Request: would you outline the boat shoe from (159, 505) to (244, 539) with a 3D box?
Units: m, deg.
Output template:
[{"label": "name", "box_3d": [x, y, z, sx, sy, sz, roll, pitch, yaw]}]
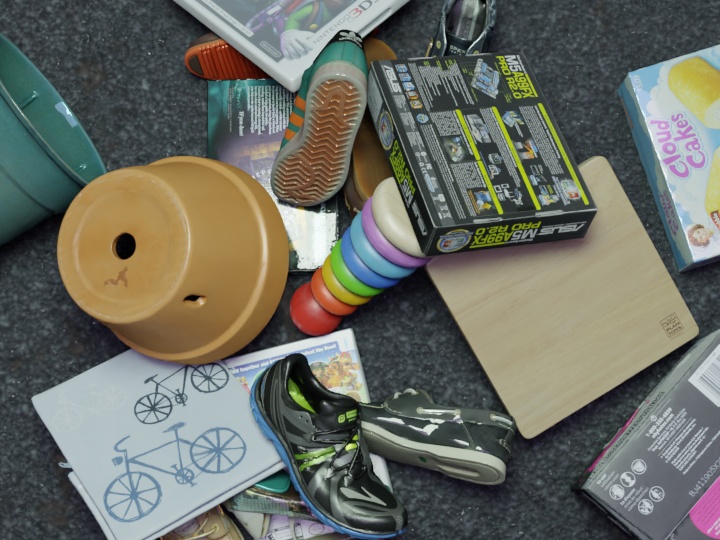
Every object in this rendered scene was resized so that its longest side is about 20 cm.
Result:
[{"label": "boat shoe", "box_3d": [-0.170, 0.238, 1.238, 0.074, 0.069, 0.200, -34, 82, -3]}]

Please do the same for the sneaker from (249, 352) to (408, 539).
[{"label": "sneaker", "box_3d": [-0.026, 0.159, 1.169, 0.200, 0.071, 0.083, 52, 126, 20]}]

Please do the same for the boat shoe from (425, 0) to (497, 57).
[{"label": "boat shoe", "box_3d": [0.089, -0.193, 1.283, 0.071, 0.091, 0.201, 12, 82, 3]}]

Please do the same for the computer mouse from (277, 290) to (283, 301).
[{"label": "computer mouse", "box_3d": [-0.150, -0.030, 1.263, 0.200, 0.034, 0.059, 36, 99, 27]}]

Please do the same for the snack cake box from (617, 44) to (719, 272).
[{"label": "snack cake box", "box_3d": [0.343, -0.112, 1.277, 0.115, 0.067, 0.200, -17, 81, -2]}]

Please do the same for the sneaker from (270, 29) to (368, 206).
[{"label": "sneaker", "box_3d": [-0.033, -0.141, 1.218, 0.071, 0.200, 0.080, 18, 51, -9]}]

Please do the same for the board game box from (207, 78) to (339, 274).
[{"label": "board game box", "box_3d": [-0.088, -0.095, 1.305, 0.135, 0.028, 0.201, -1, 81, 1]}]

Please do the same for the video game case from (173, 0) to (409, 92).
[{"label": "video game case", "box_3d": [-0.070, -0.286, 1.285, 0.182, 0.023, 0.200, -41, 64, -20]}]

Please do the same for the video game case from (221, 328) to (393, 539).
[{"label": "video game case", "box_3d": [-0.053, 0.171, 1.271, 0.143, 0.018, 0.200, -14, 82, 0]}]

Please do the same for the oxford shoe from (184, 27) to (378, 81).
[{"label": "oxford shoe", "box_3d": [-0.085, -0.248, 1.317, 0.200, 0.071, 0.073, -14, 61, -4]}]

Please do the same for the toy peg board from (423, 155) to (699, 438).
[{"label": "toy peg board", "box_3d": [0.187, 0.022, 1.261, 0.200, 0.098, 0.199, -31, 98, -2]}]

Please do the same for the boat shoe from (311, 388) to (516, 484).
[{"label": "boat shoe", "box_3d": [0.049, 0.147, 1.228, 0.200, 0.072, 0.068, 12, 65, 16]}]

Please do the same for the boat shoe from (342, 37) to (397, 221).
[{"label": "boat shoe", "box_3d": [0.005, -0.135, 1.285, 0.070, 0.070, 0.200, 6, 63, -12]}]

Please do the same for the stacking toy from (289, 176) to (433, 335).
[{"label": "stacking toy", "box_3d": [0.000, 0.000, 1.225, 0.085, 0.200, 0.086, 22, 45, -24]}]

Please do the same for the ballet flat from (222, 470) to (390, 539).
[{"label": "ballet flat", "box_3d": [-0.066, 0.225, 1.227, 0.199, 0.069, 0.071, 10, 102, 3]}]

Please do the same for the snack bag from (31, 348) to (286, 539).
[{"label": "snack bag", "box_3d": [-0.193, 0.150, 1.216, 0.188, 0.021, 0.200, -28, 58, -23]}]

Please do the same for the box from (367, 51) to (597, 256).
[{"label": "box", "box_3d": [0.106, -0.111, 1.178, 0.160, 0.044, 0.200, -7, 56, -19]}]

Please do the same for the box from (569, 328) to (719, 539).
[{"label": "box", "box_3d": [0.313, 0.172, 1.213, 0.132, 0.115, 0.200, 41, 84, 8]}]

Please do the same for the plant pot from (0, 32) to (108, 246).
[{"label": "plant pot", "box_3d": [-0.379, -0.100, 1.242, 0.196, 0.200, 0.200, -35, 82, 5]}]

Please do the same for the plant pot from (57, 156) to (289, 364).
[{"label": "plant pot", "box_3d": [-0.183, -0.016, 1.188, 0.200, 0.140, 0.201, -2, 83, 20]}]
